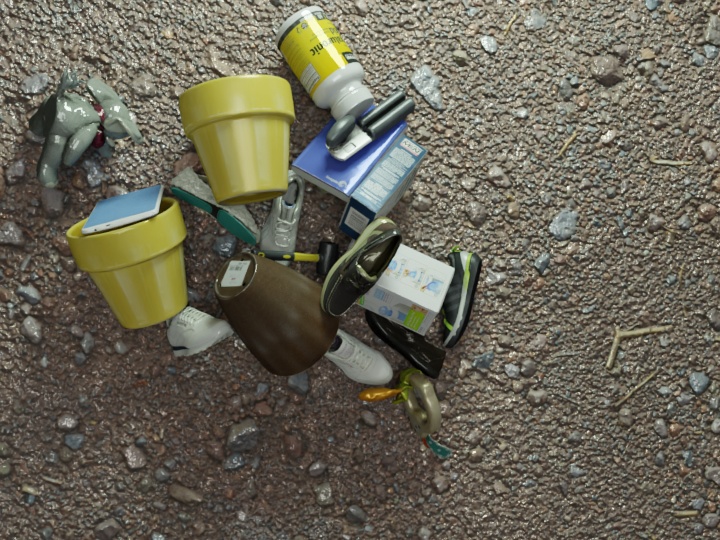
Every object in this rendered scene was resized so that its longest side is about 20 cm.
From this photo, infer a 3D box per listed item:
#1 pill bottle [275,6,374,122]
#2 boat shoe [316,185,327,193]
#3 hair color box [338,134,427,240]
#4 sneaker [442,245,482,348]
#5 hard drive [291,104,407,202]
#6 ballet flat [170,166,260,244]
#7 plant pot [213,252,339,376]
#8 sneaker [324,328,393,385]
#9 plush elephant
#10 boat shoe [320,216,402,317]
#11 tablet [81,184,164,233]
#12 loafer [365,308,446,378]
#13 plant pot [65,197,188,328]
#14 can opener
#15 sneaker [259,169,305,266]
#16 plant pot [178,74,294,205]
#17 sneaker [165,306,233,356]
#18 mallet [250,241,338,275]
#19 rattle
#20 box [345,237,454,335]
[{"bbox_3d":[-0.062,-0.373,1.300,0.111,0.111,0.201,-34,85,-4],"label":"pill bottle"},{"bbox_3d":[-0.009,-0.219,1.365,0.198,0.072,0.062,-28,141,-13],"label":"boat shoe"},{"bbox_3d":[0.042,-0.151,1.304,0.060,0.100,0.200,34,54,6],"label":"hair color box"},{"bbox_3d":[0.185,0.052,1.416,0.082,0.072,0.203,15,92,18],"label":"sneaker"},{"bbox_3d":[-0.019,-0.232,1.316,0.131,0.025,0.201,29,65,17],"label":"hard drive"},{"bbox_3d":[-0.264,-0.129,1.331,0.199,0.072,0.072,34,89,-9],"label":"ballet flat"},{"bbox_3d":[-0.165,0.059,1.253,0.187,0.187,0.200,-46,134,-3],"label":"plant pot"},{"bbox_3d":[-0.022,0.168,1.366,0.198,0.100,0.076,32,87,-10],"label":"sneaker"},{"bbox_3d":[-0.483,-0.259,1.258,0.153,0.166,0.201,8,131,-43],"label":"plush elephant"},{"bbox_3d":[0.000,0.000,1.217,0.073,0.065,0.201,28,100,-28],"label":"boat shoe"},{"bbox_3d":[-0.415,-0.110,1.243,0.128,0.200,0.014,-16,112,-7],"label":"tablet"},{"bbox_3d":[0.092,0.130,1.401,0.200,0.073,0.072,42,78,-13],"label":"loafer"},{"bbox_3d":[-0.398,-0.009,1.262,0.198,0.201,0.192,-15,110,-7],"label":"plant pot"},{"bbox_3d":[0.018,-0.273,1.284,0.199,0.067,0.053,-39,67,-18],"label":"can opener"},{"bbox_3d":[-0.149,-0.093,1.337,0.073,0.087,0.203,8,94,-10],"label":"sneaker"},{"bbox_3d":[-0.208,-0.222,1.247,0.197,0.201,0.192,-10,89,-7],"label":"plant pot"},{"bbox_3d":[-0.303,0.106,1.281,0.076,0.199,0.082,-21,94,-41],"label":"sneaker"},{"bbox_3d":[-0.122,-0.016,1.325,0.198,0.041,0.067,-7,103,-42],"label":"mallet"},{"bbox_3d":[0.091,0.305,1.375,0.142,0.129,0.203,-30,125,-37],"label":"rattle"},{"bbox_3d":[0.060,0.020,1.328,0.198,0.113,0.102,25,61,3],"label":"box"}]
